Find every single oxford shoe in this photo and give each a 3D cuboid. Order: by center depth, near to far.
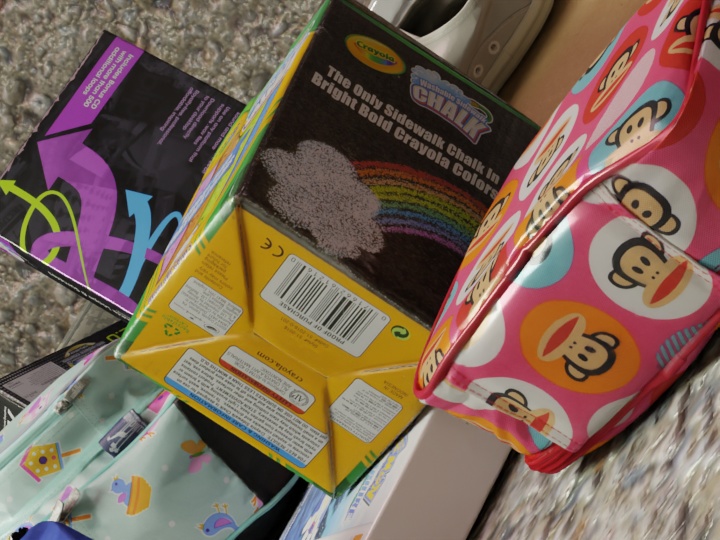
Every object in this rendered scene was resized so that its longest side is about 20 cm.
[{"bbox_3d":[0.024,-0.080,1.154,0.201,0.058,0.075,-59,28,1],"label":"oxford shoe"}]

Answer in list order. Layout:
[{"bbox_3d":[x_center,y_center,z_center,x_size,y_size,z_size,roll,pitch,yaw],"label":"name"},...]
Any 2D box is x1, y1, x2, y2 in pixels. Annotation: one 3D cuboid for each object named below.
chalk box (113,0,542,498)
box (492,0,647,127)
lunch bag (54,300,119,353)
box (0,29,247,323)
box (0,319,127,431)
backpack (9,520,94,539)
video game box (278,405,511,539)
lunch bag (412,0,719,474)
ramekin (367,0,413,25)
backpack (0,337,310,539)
[{"bbox_3d":[-0.005,-0.026,1.044,0.124,0.124,0.200,-49,11,41],"label":"chalk box"},{"bbox_3d":[0.094,-0.104,1.147,0.200,0.021,0.164,-31,36,45],"label":"box"},{"bbox_3d":[-0.154,0.117,1.679,0.168,0.138,0.201,91,-161,-48],"label":"lunch bag"},{"bbox_3d":[-0.109,-0.038,1.339,0.143,0.199,0.036,-56,-23,-12],"label":"box"},{"bbox_3d":[-0.150,0.112,1.457,0.200,0.044,0.161,-26,-48,-46],"label":"box"},{"bbox_3d":[-0.109,0.229,0.926,0.201,0.162,0.168,-57,28,-4],"label":"backpack"},{"bbox_3d":[0.030,0.071,1.067,0.201,0.047,0.182,-62,11,-19],"label":"video game box"},{"bbox_3d":[0.106,-0.036,0.873,0.200,0.082,0.177,-51,11,45],"label":"lunch bag"},{"bbox_3d":[0.066,-0.169,1.448,0.203,0.094,0.202,-59,-1,-1],"label":"ramekin"},{"bbox_3d":[-0.131,0.137,1.195,0.200,0.153,0.176,-52,-1,-5],"label":"backpack"}]
